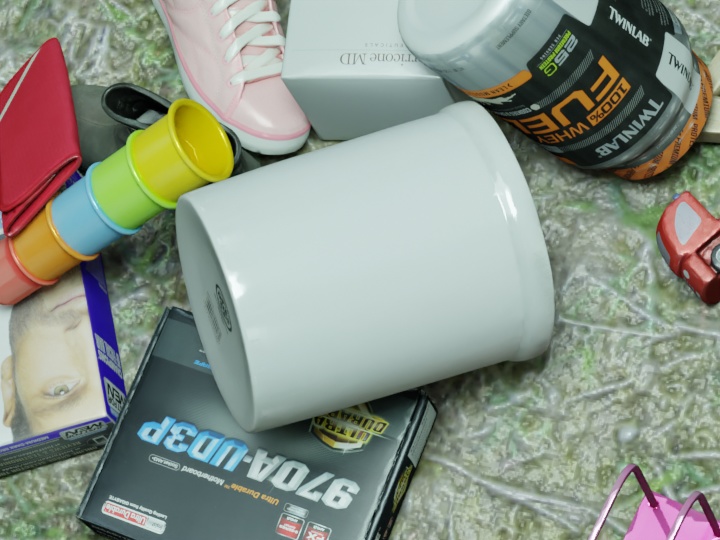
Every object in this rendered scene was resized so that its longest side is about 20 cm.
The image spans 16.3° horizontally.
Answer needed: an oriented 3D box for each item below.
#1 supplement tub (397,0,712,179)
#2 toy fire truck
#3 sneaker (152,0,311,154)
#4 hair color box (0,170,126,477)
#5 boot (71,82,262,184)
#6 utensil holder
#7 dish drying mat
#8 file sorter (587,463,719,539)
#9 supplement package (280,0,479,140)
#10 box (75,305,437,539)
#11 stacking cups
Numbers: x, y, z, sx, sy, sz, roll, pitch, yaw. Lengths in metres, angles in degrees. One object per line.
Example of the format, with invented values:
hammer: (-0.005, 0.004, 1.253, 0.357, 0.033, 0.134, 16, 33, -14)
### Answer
supplement tub: (0.130, -0.145, 1.618, 0.122, 0.199, 0.123, -30, 45, 35)
toy fire truck: (0.258, -0.090, 1.656, 0.200, 0.049, 0.141, -40, 65, -1)
sneaker: (-0.089, -0.181, 1.744, 0.075, 0.105, 0.201, -15, 60, -28)
hair color box: (-0.231, 0.031, 1.735, 0.109, 0.065, 0.201, -16, 69, 7)
boot: (-0.151, -0.100, 1.723, 0.199, 0.131, 0.068, 23, 77, 21)
utensil holder: (0.000, 0.000, 1.594, 0.199, 0.170, 0.171, -16, 65, -14)
dish drying mat: (-0.225, -0.095, 1.722, 0.077, 0.018, 0.200, -45, 25, 13)
file sorter: (0.225, 0.220, 1.510, 0.199, 0.125, 0.140, 23, 78, 21)
supplement package: (0.025, -0.200, 1.721, 0.116, 0.117, 0.202, 1, 71, 15)
box: (-0.068, 0.128, 1.664, 0.199, 0.046, 0.160, 18, 76, 20)
stacking cups: (-0.173, -0.042, 1.648, 0.199, 0.060, 0.061, -29, 63, 31)
